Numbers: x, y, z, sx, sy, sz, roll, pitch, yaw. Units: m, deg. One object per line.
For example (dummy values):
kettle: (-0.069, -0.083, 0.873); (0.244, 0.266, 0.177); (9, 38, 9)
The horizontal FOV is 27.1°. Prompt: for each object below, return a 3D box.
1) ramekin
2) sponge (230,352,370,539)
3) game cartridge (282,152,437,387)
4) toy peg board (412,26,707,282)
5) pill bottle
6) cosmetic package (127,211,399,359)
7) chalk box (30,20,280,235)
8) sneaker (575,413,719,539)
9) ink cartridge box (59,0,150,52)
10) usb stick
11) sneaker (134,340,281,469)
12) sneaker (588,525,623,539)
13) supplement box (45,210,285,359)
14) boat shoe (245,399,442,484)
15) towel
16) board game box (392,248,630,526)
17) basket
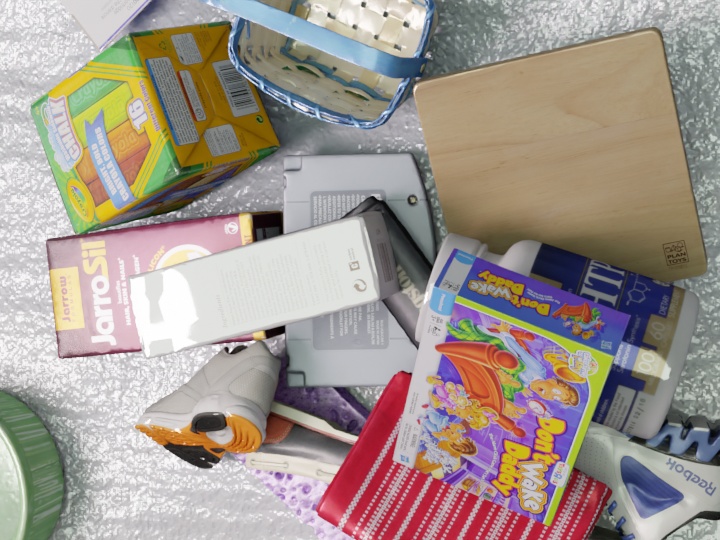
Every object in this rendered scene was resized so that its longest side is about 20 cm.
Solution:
ramekin: (-0.374, 0.202, 1.385); (0.199, 0.098, 0.201); (1, 93, 17)
sponge: (-0.021, 0.174, 1.315); (0.200, 0.030, 0.112); (43, 102, 10)
game cartridge: (0.000, 0.000, 1.284); (0.133, 0.040, 0.201); (0, 90, 8)
toy peg board: (0.169, -0.087, 1.226); (0.199, 0.098, 0.200); (-11, 105, 18)
pill bottle: (0.150, 0.044, 1.157); (0.199, 0.120, 0.120); (18, 98, 8)
cosmetic package: (-0.076, 0.011, 1.201); (0.199, 0.102, 0.074); (-13, 90, 10)
chalk box: (-0.192, -0.114, 1.285); (0.200, 0.124, 0.125); (-26, 85, 42)
sneaker: (0.211, 0.172, 1.220); (0.198, 0.081, 0.116); (6, 92, 14)
ink cartridge box: (-0.220, -0.332, 1.341); (0.198, 0.043, 0.200); (-41, 79, 14)
usb stick: (0.053, 0.030, 1.244); (0.055, 0.033, 0.200); (-37, 87, 22)
sneaker: (-0.124, 0.113, 1.298); (0.076, 0.200, 0.092); (37, 62, -22)
sneaker: (0.167, 0.251, 1.243); (0.199, 0.075, 0.085); (20, 97, 25)
supplement box: (-0.167, 0.013, 1.321); (0.199, 0.086, 0.111); (-7, 91, 17)
boat shoe: (-0.003, 0.169, 1.255); (0.199, 0.071, 0.063); (19, 85, 19)
towel: (0.081, 0.181, 1.182); (0.199, 0.023, 0.145); (29, 69, 14)
board game box: (0.106, 0.090, 1.100); (0.134, 0.045, 0.201); (21, 136, 11)
basket: (-0.023, -0.192, 1.207); (0.176, 0.200, 0.140); (26, 99, 15)
